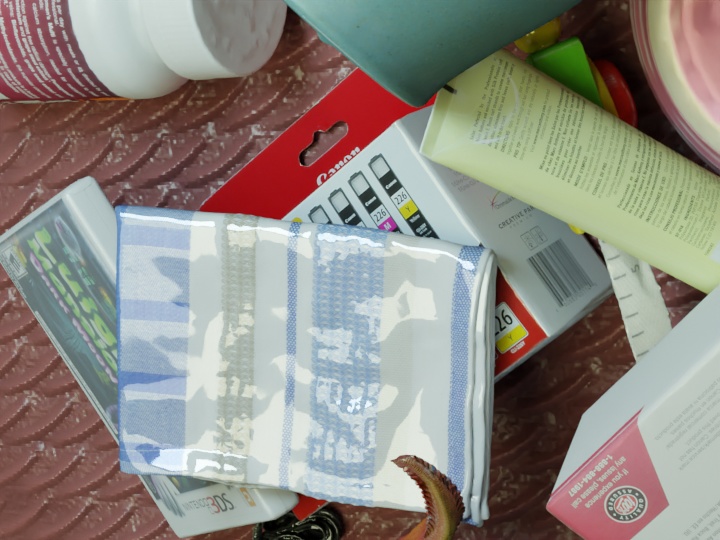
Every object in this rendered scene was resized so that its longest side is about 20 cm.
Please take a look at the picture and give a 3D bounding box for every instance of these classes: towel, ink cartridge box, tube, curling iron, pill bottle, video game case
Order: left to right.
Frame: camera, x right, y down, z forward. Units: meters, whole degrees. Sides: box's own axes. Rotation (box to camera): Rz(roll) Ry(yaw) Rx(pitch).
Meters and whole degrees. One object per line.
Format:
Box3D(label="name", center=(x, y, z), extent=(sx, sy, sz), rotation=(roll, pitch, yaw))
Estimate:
Box3D(label="pill bottle", center=(-0.145, -0.143, 1.488), extent=(0.199, 0.109, 0.110), rotation=(1, 107, 32))
Box3D(label="video game case", center=(-0.120, 0.052, 1.529), extent=(0.200, 0.023, 0.182), rotation=(58, 159, -3))
Box3D(label="towel", center=(-0.029, 0.047, 1.405), extent=(0.199, 0.024, 0.148), rotation=(8, 110, 15))
Box3D(label="ink cartridge box", center=(0.000, 0.000, 1.464), extent=(0.200, 0.084, 0.176), rotation=(-40, 84, 36))
Box3D(label="curling iron", center=(0.024, 0.174, 1.546), extent=(0.199, 0.026, 0.050), rotation=(26, 122, 22))
Box3D(label="tube", center=(0.120, -0.042, 1.337), extent=(0.199, 0.058, 0.052), rotation=(27, 106, -17))
Box3D(label="ink cartridge box", center=(0.213, 0.109, 1.337), extent=(0.200, 0.085, 0.146), rotation=(39, 125, -7))

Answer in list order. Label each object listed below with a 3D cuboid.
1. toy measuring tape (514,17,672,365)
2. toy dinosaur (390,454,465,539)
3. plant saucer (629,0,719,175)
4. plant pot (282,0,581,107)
Box3D(label="toy measuring tape", center=(0.111, -0.038, 1.396), extent=(0.073, 0.074, 0.201), rotation=(-10, 109, 34))
Box3D(label="toy dinosaur", center=(0.038, 0.165, 1.436), extent=(0.104, 0.181, 0.201), rotation=(0, 102, -14))
Box3D(label="plant saucer", center=(0.210, -0.118, 1.312), extent=(0.200, 0.051, 0.201), rotation=(12, 114, 28))
Box3D(label="plant pot", center=(0.038, -0.182, 1.263), extent=(0.200, 0.200, 0.188), rotation=(43, 96, 12))
